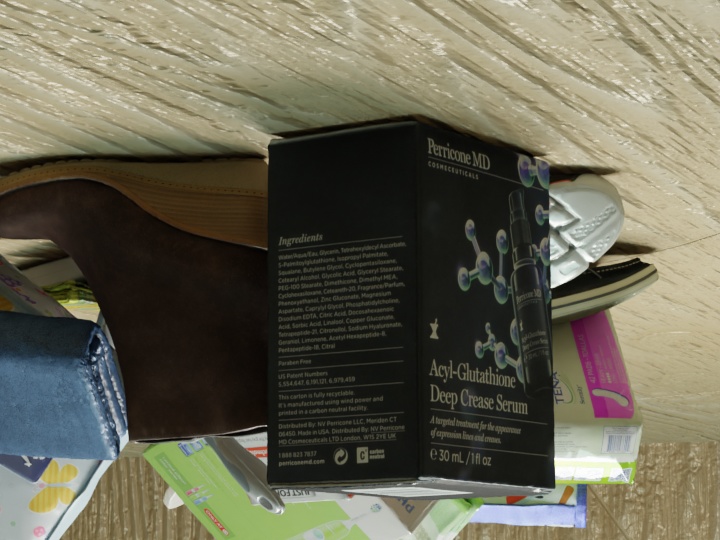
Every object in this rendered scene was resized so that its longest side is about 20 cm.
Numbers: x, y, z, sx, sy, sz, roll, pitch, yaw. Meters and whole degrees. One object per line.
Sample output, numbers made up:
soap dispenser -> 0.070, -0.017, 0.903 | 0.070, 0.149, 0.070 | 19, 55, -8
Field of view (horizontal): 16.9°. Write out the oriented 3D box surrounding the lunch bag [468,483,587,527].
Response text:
lunch bag -> 0.100, 0.120, 1.900 | 0.170, 0.200, 0.124 | 2, 133, 5

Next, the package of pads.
package of pads -> 0.114, 0.074, 1.792 | 0.154, 0.068, 0.200 | 1, -145, -8

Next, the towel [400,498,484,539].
towel -> -0.005, 0.179, 1.825 | 0.149, 0.031, 0.200 | 38, 142, 4

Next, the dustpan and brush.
dustpan and brush -> -0.105, 0.074, 1.520 | 0.057, 0.200, 0.140 | -36, 160, -38

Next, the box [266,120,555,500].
box -> 0.030, 0.028, 1.387 | 0.107, 0.200, 0.148 | -7, 170, 34

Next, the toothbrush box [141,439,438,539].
toothbrush box -> -0.042, 0.133, 1.729 | 0.086, 0.146, 0.200 | -46, -171, -36

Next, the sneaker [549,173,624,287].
sneaker -> 0.072, -0.027, 1.525 | 0.200, 0.082, 0.077 | -21, 123, 22

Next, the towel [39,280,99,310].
towel -> -0.153, 0.023, 1.838 | 0.200, 0.018, 0.086 | 4, 176, -34

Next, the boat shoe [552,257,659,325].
boat shoe -> 0.125, 0.011, 1.754 | 0.200, 0.062, 0.075 | -10, 170, -20

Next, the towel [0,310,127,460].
towel -> -0.250, 0.066, 1.557 | 0.200, 0.049, 0.112 | 5, 133, 17

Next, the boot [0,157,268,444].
boot -> -0.140, 0.019, 1.446 | 0.200, 0.167, 0.072 | -2, 171, 18

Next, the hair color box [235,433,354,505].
hair color box -> -0.064, 0.051, 1.560 | 0.101, 0.200, 0.061 | -8, -158, 48

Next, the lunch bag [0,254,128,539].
lunch bag -> -0.259, 0.091, 1.674 | 0.200, 0.170, 0.127 | 38, -175, 18

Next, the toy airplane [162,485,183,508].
toy airplane -> -0.132, 0.139, 2.152 | 0.200, 0.199, 0.141 | -5, 180, 40

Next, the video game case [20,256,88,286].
video game case -> -0.158, 0.009, 1.874 | 0.182, 0.024, 0.200 | 5, 169, -33
